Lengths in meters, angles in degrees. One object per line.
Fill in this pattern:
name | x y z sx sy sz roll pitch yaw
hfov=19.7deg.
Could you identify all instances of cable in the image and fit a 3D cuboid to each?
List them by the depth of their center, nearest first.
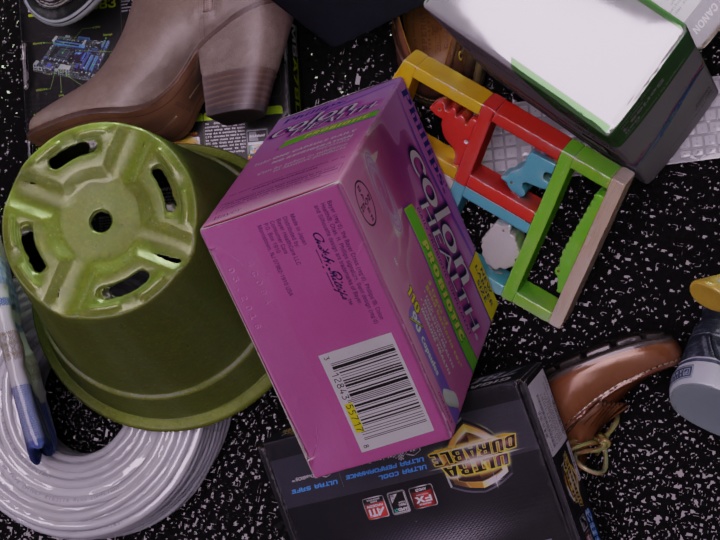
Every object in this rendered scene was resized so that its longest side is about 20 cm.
cable | -0.191 0.087 1.446 0.200 0.069 0.200 44 96 12

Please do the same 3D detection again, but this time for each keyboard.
keyboard | 0.169 -0.095 1.407 0.199 0.011 0.057 -7 85 12

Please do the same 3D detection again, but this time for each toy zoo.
toy zoo | 0.072 -0.061 1.384 0.200 0.020 0.132 31 130 12

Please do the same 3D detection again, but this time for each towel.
towel | -0.231 0.025 1.355 0.024 0.147 0.201 -14 83 -9

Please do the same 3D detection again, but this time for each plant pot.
plant pot | -0.141 -0.009 1.317 0.199 0.190 0.201 -2 78 8

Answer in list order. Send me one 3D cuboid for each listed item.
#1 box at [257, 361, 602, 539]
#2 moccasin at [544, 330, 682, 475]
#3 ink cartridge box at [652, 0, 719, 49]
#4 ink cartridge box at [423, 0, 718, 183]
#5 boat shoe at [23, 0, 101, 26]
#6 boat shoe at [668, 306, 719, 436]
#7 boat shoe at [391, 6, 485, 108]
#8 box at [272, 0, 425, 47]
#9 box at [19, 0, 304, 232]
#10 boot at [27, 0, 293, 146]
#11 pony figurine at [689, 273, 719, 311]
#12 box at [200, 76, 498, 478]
box | 0.056 0.178 1.354 0.199 0.050 0.199 -15 97 25
moccasin | 0.129 0.108 1.371 0.201 0.074 0.078 -35 83 9
ink cartridge box | 0.219 -0.265 1.368 0.175 0.084 0.200 40 96 12
ink cartridge box | 0.139 -0.139 1.315 0.145 0.200 0.084 37 94 16
boat shoe | -0.177 -0.249 1.366 0.072 0.071 0.201 27 110 -2
boat shoe | 0.300 0.085 1.338 0.200 0.071 0.091 30 59 -6
boat shoe | 0.048 -0.213 1.412 0.072 0.068 0.201 -7 85 12
box | -0.037 -0.284 1.326 0.117 0.196 0.201 -23 60 24
box | -0.139 -0.116 1.460 0.199 0.048 0.194 -6 83 13
boot | -0.135 -0.166 1.412 0.199 0.070 0.147 -6 76 16
pony figurine | 0.329 -0.005 1.286 0.193 0.167 0.200 28 57 26
box | 0.000 0.000 1.310 0.096 0.200 0.177 -18 108 18
